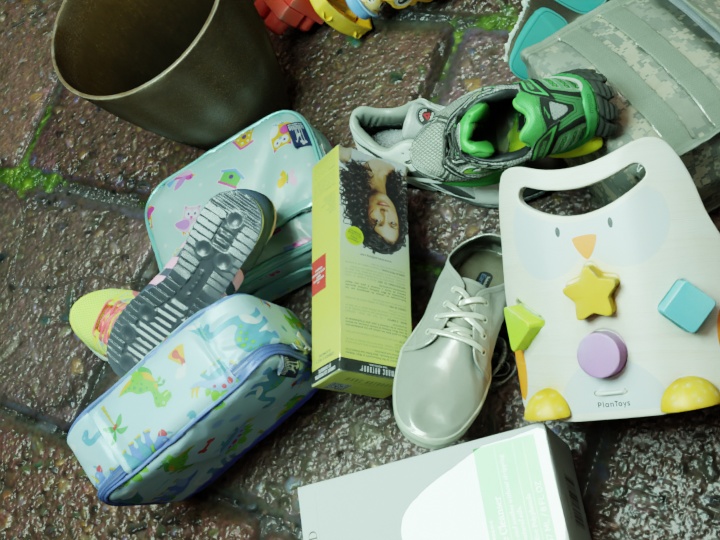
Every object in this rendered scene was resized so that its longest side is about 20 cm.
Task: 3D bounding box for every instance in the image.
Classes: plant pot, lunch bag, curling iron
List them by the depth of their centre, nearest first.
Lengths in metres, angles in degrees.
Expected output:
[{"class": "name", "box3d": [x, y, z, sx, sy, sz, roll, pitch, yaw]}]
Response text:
[{"class": "lunch bag", "box3d": [0.254, -0.140, 0.778, 0.200, 0.118, 0.164, -29, 57, -5]}, {"class": "lunch bag", "box3d": [-0.126, 0.111, 0.841, 0.200, 0.161, 0.082, -40, 69, 6]}, {"class": "curling iron", "box3d": [0.037, 0.062, 0.854, 0.200, 0.026, 0.050, 12, 66, 31]}, {"class": "lunch bag", "box3d": [-0.098, -0.047, 0.946, 0.200, 0.077, 0.160, -29, 58, 14]}, {"class": "plant pot", "box3d": [-0.155, -0.195, 0.969, 0.187, 0.200, 0.187, -12, 63, 24]}]

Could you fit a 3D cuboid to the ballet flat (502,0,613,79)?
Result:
[{"class": "ballet flat", "box3d": [0.172, -0.233, 0.834, 0.072, 0.200, 0.072, 5, 68, -13]}]

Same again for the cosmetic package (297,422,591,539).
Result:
[{"class": "cosmetic package", "box3d": [0.063, 0.195, 0.748, 0.200, 0.085, 0.108, -19, 61, 18]}]

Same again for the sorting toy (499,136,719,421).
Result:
[{"class": "sorting toy", "box3d": [0.170, 0.005, 0.704, 0.200, 0.107, 0.180, -11, 96, 33]}]

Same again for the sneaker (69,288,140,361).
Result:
[{"class": "sneaker", "box3d": [-0.213, 0.055, 0.953, 0.200, 0.090, 0.078, 15, 77, 34]}]

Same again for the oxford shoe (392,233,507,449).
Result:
[{"class": "oxford shoe", "box3d": [0.076, 0.046, 0.784, 0.075, 0.058, 0.200, 19, 55, 11]}]

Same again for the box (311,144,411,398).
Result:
[{"class": "box", "box3d": [0.000, 0.000, 0.836, 0.050, 0.075, 0.200, -32, 53, 51]}]

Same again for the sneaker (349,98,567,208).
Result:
[{"class": "sneaker", "box3d": [0.077, -0.107, 0.877, 0.200, 0.089, 0.074, 7, 70, 29]}]

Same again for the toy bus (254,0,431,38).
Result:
[{"class": "toy bus", "box3d": [-0.016, -0.301, 0.996, 0.192, 0.136, 0.200, -51, 57, 15]}]

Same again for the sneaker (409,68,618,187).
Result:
[{"class": "sneaker", "box3d": [0.094, -0.108, 0.762, 0.200, 0.085, 0.078, -14, 86, 59]}]

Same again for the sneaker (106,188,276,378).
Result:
[{"class": "sneaker", "box3d": [-0.137, 0.015, 0.864, 0.070, 0.082, 0.200, 43, 105, 4]}]
